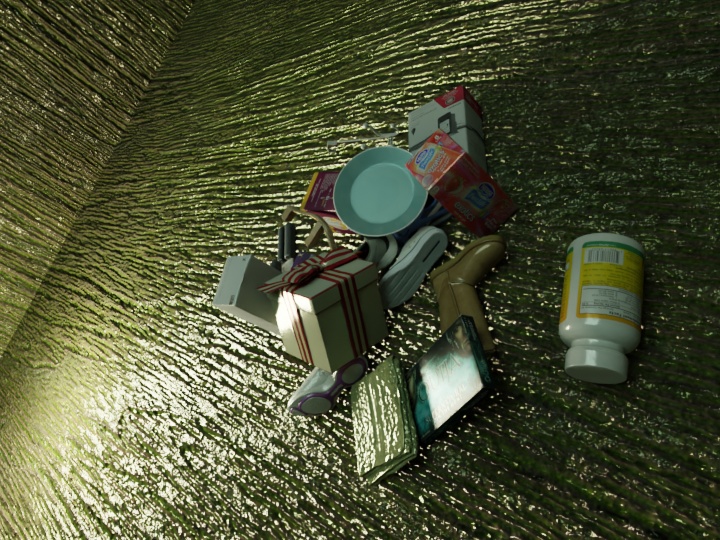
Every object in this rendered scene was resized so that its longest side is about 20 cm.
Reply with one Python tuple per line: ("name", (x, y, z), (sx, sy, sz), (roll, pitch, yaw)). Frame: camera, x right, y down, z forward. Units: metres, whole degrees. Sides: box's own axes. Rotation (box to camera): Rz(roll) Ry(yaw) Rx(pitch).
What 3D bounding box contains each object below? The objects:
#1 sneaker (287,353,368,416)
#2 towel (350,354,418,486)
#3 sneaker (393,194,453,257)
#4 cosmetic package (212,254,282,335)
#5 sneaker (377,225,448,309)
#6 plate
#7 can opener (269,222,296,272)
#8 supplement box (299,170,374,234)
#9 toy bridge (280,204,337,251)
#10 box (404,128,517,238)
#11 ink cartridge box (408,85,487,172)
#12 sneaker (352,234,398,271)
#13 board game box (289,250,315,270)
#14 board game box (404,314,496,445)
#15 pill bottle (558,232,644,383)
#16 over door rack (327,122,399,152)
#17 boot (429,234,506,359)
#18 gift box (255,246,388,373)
("sneaker", (-0.068, 0.222, 1.178), (0.200, 0.075, 0.100), (-40, 31, 11))
("towel", (0.040, 0.269, 1.045), (0.148, 0.036, 0.201), (-43, 42, 34))
("sneaker", (0.111, -0.108, 1.201), (0.200, 0.082, 0.074), (-43, 45, 17))
("cosmetic package", (-0.198, 0.057, 1.208), (0.081, 0.200, 0.114), (-3, 63, 41))
("sneaker", (0.098, -0.006, 1.170), (0.200, 0.073, 0.071), (-46, 21, 6))
("plate", (0.042, -0.159, 1.174), (0.199, 0.026, 0.202), (-4, 72, 13))
("can opener", (-0.193, -0.040, 1.454), (0.052, 0.066, 0.201), (-27, 45, 29))
("supplement box", (-0.017, -0.150, 1.309), (0.199, 0.131, 0.104), (8, 71, 45))
("toy bridge", (-0.097, -0.081, 1.278), (0.200, 0.027, 0.067), (47, 115, 25))
("box", (0.189, -0.155, 1.070), (0.095, 0.200, 0.103), (-45, 42, 13))
("ink cartridge box", (0.182, -0.272, 1.236), (0.145, 0.083, 0.201), (-20, 52, 32))
("sneaker", (0.000, 0.000, 1.213), (0.201, 0.079, 0.074), (-61, 38, 29))
("board game box", (-0.119, 0.065, 1.321), (0.165, 0.057, 0.201), (15, 76, 45))
("board game box", (0.141, 0.186, 0.966), (0.200, 0.028, 0.136), (-56, 34, 40))
("pill bottle", (0.354, 0.057, 0.851), (0.112, 0.113, 0.201), (-6, 61, 40))
("over door rack", (-0.007, -0.277, 1.400), (0.199, 0.067, 0.149), (-9, 57, 23))
("boot", (0.207, 0.059, 1.025), (0.175, 0.066, 0.201), (-39, 42, 35))
("gift box", (-0.081, 0.067, 1.139), (0.199, 0.188, 0.184), (11, 31, 43))
